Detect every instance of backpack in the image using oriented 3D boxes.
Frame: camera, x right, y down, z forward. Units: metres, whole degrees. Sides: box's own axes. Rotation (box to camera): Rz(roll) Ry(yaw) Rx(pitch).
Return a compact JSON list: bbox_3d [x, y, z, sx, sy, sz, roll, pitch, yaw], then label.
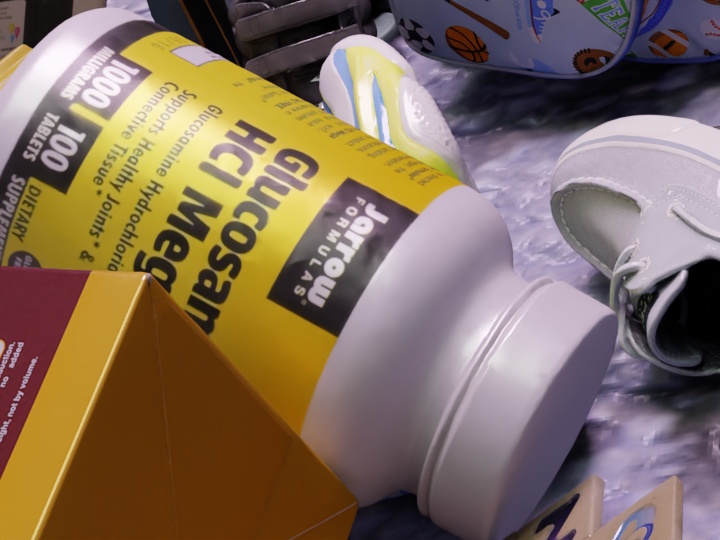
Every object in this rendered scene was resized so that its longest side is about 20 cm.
[{"bbox_3d":[0.098,-0.171,1.083,0.190,0.201,0.154,6,44,27],"label":"backpack"}]

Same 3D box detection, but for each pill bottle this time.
[{"bbox_3d":[-0.024,0.005,0.830,0.199,0.113,0.113,28,49,16],"label":"pill bottle"}]

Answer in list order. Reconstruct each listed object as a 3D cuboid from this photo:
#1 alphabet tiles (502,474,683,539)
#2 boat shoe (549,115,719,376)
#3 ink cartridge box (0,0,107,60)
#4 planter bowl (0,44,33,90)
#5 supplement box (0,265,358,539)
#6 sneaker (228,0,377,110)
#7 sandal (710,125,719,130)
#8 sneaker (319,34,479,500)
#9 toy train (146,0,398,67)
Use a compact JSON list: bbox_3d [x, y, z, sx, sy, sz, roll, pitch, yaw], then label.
[{"bbox_3d":[0.026,0.139,0.711,0.166,0.006,0.200,-40,17,25],"label":"alphabet tiles"},{"bbox_3d":[0.123,0.002,0.894,0.071,0.070,0.200,-32,35,-26],"label":"boat shoe"},{"bbox_3d":[-0.180,-0.126,1.118,0.145,0.201,0.083,2,31,-9],"label":"ink cartridge box"},{"bbox_3d":[-0.141,-0.029,1.008,0.200,0.084,0.200,-38,9,7],"label":"planter bowl"},{"bbox_3d":[-0.142,0.114,0.753,0.199,0.133,0.198,2,59,33],"label":"supplement box"},{"bbox_3d":[-0.016,-0.058,1.044,0.070,0.100,0.200,-17,32,2],"label":"sneaker"},{"bbox_3d":[0.178,-0.030,0.937,0.075,0.045,0.200,-36,34,-24],"label":"sandal"},{"bbox_3d":[0.000,0.000,0.934,0.105,0.076,0.200,-28,48,2],"label":"sneaker"},{"bbox_3d":[-0.011,-0.158,1.225,0.114,0.085,0.200,-3,33,44],"label":"toy train"}]
